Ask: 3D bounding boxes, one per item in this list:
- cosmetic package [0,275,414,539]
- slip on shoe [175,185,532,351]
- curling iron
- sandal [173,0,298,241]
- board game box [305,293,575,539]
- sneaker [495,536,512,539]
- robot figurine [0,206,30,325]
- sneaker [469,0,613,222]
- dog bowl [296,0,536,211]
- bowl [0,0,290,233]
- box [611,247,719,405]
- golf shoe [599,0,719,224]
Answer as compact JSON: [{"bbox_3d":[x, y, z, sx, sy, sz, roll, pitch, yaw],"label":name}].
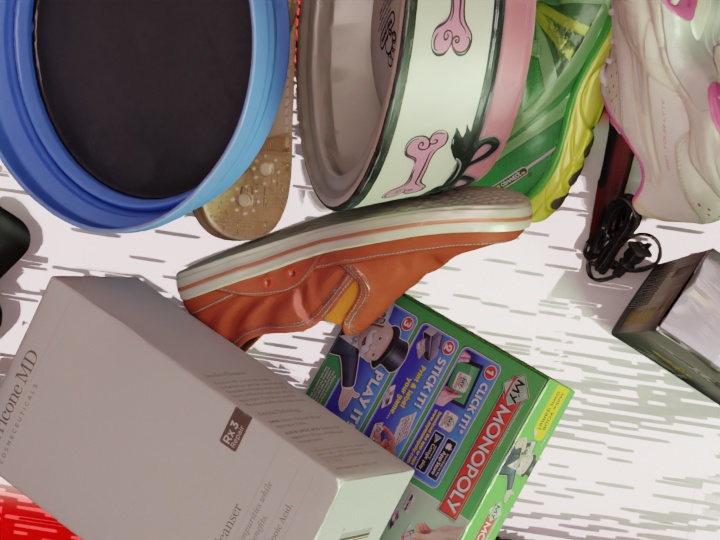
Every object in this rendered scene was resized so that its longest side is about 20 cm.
[{"bbox_3d":[-0.087,0.096,1.257,0.200,0.081,0.113,31,104,24],"label":"cosmetic package"},{"bbox_3d":[0.000,0.000,1.285,0.200,0.074,0.061,-17,96,23],"label":"slip on shoe"},{"bbox_3d":[0.150,-0.088,1.291,0.026,0.050,0.200,-1,108,-40],"label":"curling iron"},{"bbox_3d":[-0.057,-0.122,1.290,0.078,0.070,0.212,-4,91,-23],"label":"sandal"},{"bbox_3d":[0.009,0.119,1.286,0.135,0.029,0.200,31,92,38],"label":"board game box"},{"bbox_3d":[0.094,0.194,1.307,0.200,0.070,0.082,13,120,12],"label":"sneaker"},{"bbox_3d":[-0.266,0.024,1.285,0.200,0.150,0.125,-43,124,1],"label":"robot figurine"},{"bbox_3d":[0.096,-0.127,1.296,0.084,0.074,0.200,18,91,-3],"label":"sneaker"},{"bbox_3d":[0.028,-0.127,1.244,0.074,0.200,0.200,4,91,-16],"label":"dog bowl"},{"bbox_3d":[-0.118,-0.120,1.269,0.201,0.039,0.201,4,97,38],"label":"bowl"},{"bbox_3d":[0.211,0.055,1.232,0.158,0.200,0.048,33,88,0],"label":"box"},{"bbox_3d":[0.146,-0.116,1.230,0.092,0.075,0.200,-21,83,45],"label":"golf shoe"}]
